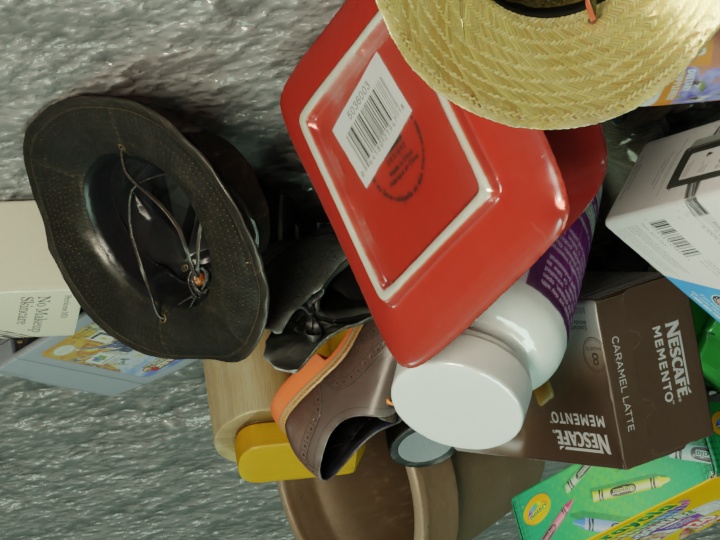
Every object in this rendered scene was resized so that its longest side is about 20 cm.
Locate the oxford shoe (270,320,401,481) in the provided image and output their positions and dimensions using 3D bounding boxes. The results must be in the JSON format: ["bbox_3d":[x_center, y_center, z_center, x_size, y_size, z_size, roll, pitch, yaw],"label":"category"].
[{"bbox_3d":[0.025,0.062,1.476,0.071,0.073,0.200,15,125,-46],"label":"oxford shoe"}]

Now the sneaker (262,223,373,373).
[{"bbox_3d":[-0.001,-0.003,1.388,0.199,0.060,0.104,-29,-155,-28],"label":"sneaker"}]

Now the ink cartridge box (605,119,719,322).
[{"bbox_3d":[0.249,-0.033,1.274,0.116,0.068,0.200,38,159,-18],"label":"ink cartridge box"}]

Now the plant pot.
[{"bbox_3d":[0.052,0.157,1.773,0.174,0.202,0.200,-13,163,-36],"label":"plant pot"}]

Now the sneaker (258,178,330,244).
[{"bbox_3d":[-0.064,-0.005,1.477,0.199,0.079,0.090,19,155,-40],"label":"sneaker"}]

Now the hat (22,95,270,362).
[{"bbox_3d":[-0.113,-0.039,1.334,0.081,0.201,0.201,-39,177,-37],"label":"hat"}]

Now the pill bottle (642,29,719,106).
[{"bbox_3d":[0.237,-0.154,1.205,0.198,0.113,0.112,-6,156,-9],"label":"pill bottle"}]

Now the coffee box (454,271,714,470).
[{"bbox_3d":[0.138,0.064,1.469,0.079,0.115,0.199,-16,-171,-30],"label":"coffee box"}]

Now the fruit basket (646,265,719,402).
[{"bbox_3d":[0.280,0.024,1.589,0.093,0.186,0.200,26,-175,31],"label":"fruit basket"}]

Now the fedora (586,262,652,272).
[{"bbox_3d":[0.184,0.055,1.640,0.090,0.178,0.200,28,176,35],"label":"fedora"}]

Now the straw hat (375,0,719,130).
[{"bbox_3d":[0.102,-0.177,1.123,0.199,0.203,0.085,-11,-163,3],"label":"straw hat"}]

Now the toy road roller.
[{"bbox_3d":[-0.015,0.061,1.597,0.198,0.124,0.147,-7,142,-7],"label":"toy road roller"}]

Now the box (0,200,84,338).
[{"bbox_3d":[-0.283,0.003,1.416,0.198,0.069,0.082,-3,156,-13],"label":"box"}]

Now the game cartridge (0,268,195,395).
[{"bbox_3d":[-0.166,0.039,1.584,0.133,0.042,0.199,19,143,-41],"label":"game cartridge"}]

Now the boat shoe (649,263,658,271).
[{"bbox_3d":[0.278,-0.053,1.421,0.199,0.063,0.073,-36,160,-2],"label":"boat shoe"}]

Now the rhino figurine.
[{"bbox_3d":[0.184,-0.088,1.401,0.087,0.060,0.200,-13,155,1],"label":"rhino figurine"}]

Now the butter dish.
[{"bbox_3d":[0.072,-0.077,1.243,0.147,0.201,0.200,-13,158,-35],"label":"butter dish"}]

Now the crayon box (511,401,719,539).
[{"bbox_3d":[0.221,0.158,1.598,0.118,0.059,0.200,3,154,-40],"label":"crayon box"}]

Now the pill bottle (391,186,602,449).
[{"bbox_3d":[0.081,0.007,1.352,0.111,0.201,0.113,10,140,9],"label":"pill bottle"}]
